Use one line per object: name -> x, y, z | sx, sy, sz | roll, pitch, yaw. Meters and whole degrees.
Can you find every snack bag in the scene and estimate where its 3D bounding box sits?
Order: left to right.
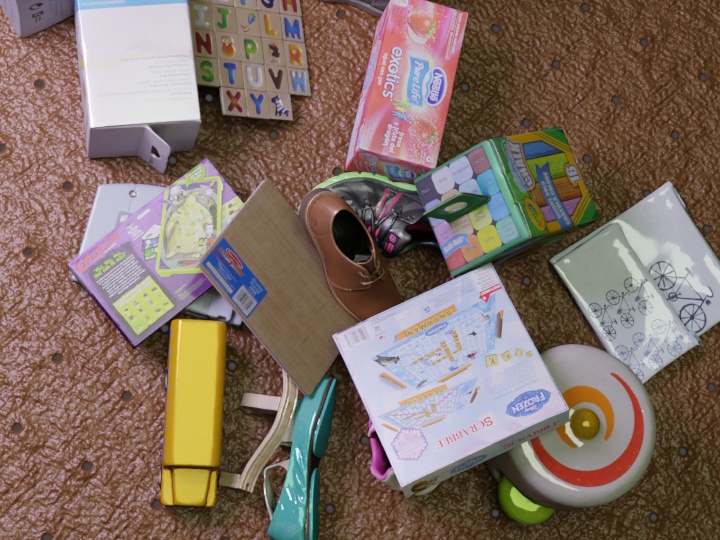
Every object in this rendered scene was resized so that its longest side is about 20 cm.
snack bag -> 0.358, 0.016, 1.750 | 0.199, 0.021, 0.189 | -32, 86, -15

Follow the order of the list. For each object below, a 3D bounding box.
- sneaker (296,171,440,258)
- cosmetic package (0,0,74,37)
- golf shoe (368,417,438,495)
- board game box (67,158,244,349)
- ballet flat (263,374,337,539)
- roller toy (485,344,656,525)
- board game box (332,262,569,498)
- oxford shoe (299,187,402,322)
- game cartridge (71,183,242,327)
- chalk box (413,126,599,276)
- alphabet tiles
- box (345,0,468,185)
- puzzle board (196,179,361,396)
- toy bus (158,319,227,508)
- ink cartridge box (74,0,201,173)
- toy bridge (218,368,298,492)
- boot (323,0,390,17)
sneaker -> 0.025, -0.060, 1.660 | 0.199, 0.077, 0.084 | 3, 50, -10
cosmetic package -> -0.362, -0.405, 1.612 | 0.164, 0.165, 0.201 | -29, 85, -15
golf shoe -> 0.051, 0.152, 1.620 | 0.091, 0.075, 0.201 | 12, 72, -47
board game box -> -0.213, -0.020, 1.603 | 0.200, 0.032, 0.120 | -39, 93, -17
ballet flat -> -0.072, 0.211, 1.606 | 0.070, 0.067, 0.201 | 5, 75, 10
roller toy -> 0.236, 0.178, 1.632 | 0.181, 0.140, 0.201 | -10, 81, -14
board game box -> 0.098, 0.118, 1.571 | 0.199, 0.041, 0.200 | -24, 61, -2
oxford shoe -> 0.000, 0.000, 1.610 | 0.071, 0.071, 0.200 | -42, 123, -14
game cartridge -> -0.216, -0.024, 1.635 | 0.199, 0.040, 0.134 | 16, 80, -8
chalk box -> 0.155, -0.076, 1.628 | 0.199, 0.125, 0.125 | -16, 81, -48
alphabet tiles -> -0.131, -0.275, 1.675 | 0.166, 0.006, 0.201 | 1, 78, -40
box -> 0.053, -0.210, 1.691 | 0.094, 0.103, 0.201 | 15, 75, -9
puzzle board -> -0.085, 0.019, 1.606 | 0.200, 0.017, 0.151 | 51, 50, -19
toy bus -> -0.184, 0.160, 1.583 | 0.065, 0.078, 0.201 | 4, 78, -10
ink cartridge box -> -0.253, -0.217, 1.616 | 0.124, 0.129, 0.201 | -5, 80, -12
toy bridge -> -0.102, 0.150, 1.605 | 0.027, 0.067, 0.201 | 29, 71, -42
boot -> 0.013, -0.372, 1.662 | 0.181, 0.200, 0.073 | 15, 76, -8
